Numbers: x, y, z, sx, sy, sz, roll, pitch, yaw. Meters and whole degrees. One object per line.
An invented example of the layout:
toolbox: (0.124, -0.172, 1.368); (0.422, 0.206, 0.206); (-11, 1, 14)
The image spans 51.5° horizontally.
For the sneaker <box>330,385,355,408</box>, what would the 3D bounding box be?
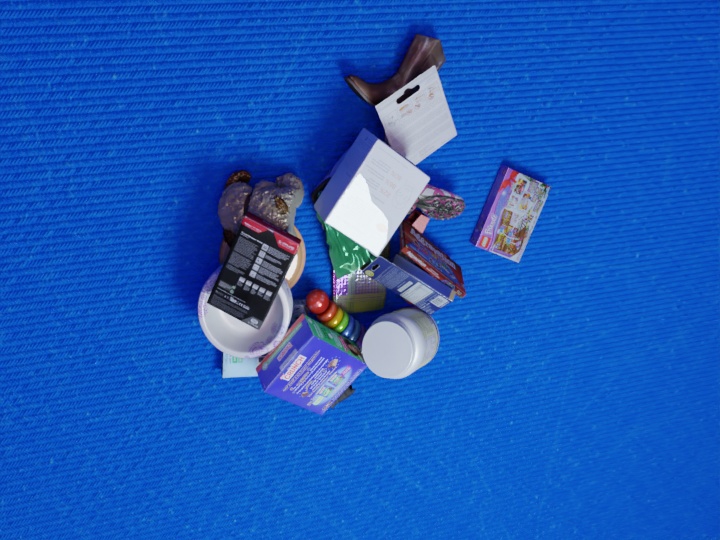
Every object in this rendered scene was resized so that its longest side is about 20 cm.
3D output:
sneaker: (-0.065, 0.229, 1.787); (0.089, 0.076, 0.204); (-22, 122, -17)

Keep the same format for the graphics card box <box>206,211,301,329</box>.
graphics card box: (-0.212, 0.002, 1.490); (0.123, 0.051, 0.204); (25, 106, -5)

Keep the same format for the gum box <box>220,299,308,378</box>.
gum box: (-0.221, 0.155, 1.718); (0.194, 0.045, 0.175); (-1, 107, -17)

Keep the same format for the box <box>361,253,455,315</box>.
box: (0.108, 0.025, 1.702); (0.197, 0.121, 0.033); (31, 64, -11)

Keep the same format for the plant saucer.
plant saucer: (-0.217, -0.029, 1.666); (0.194, 0.032, 0.206); (-6, 110, -16)

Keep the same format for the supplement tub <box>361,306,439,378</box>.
supplement tub: (0.093, 0.166, 1.721); (0.141, 0.199, 0.150); (2, 94, 22)

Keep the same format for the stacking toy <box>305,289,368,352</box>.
stacking toy: (-0.055, 0.116, 1.722); (0.085, 0.085, 0.201); (-40, 124, -1)

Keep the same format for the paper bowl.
paper bowl: (-0.241, 0.074, 1.592); (0.194, 0.105, 0.207); (0, 103, 2)

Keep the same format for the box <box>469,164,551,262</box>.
box: (0.364, -0.136, 1.816); (0.134, 0.039, 0.204); (18, 102, -23)

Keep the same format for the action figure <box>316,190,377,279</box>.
action figure: (-0.045, -0.092, 1.662); (0.116, 0.055, 0.203); (-30, 119, -5)

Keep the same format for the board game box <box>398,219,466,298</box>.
board game box: (0.163, -0.026, 1.699); (0.198, 0.104, 0.019); (37, 118, -25)

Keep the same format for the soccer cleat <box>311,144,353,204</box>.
soccer cleat: (-0.032, -0.221, 1.651); (0.199, 0.074, 0.068); (-40, 129, 17)

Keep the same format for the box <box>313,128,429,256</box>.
box: (0.021, -0.164, 1.568); (0.150, 0.107, 0.202); (31, 101, -27)

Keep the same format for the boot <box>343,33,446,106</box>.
boot: (0.079, -0.439, 1.608); (0.184, 0.064, 0.202); (29, 100, -37)

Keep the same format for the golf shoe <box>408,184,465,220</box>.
golf shoe: (0.147, -0.174, 1.702); (0.194, 0.094, 0.073); (8, 141, -16)

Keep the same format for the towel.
towel: (0.000, 0.000, 1.752); (0.140, 0.023, 0.206); (-4, 110, -17)

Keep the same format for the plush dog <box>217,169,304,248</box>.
plush dog: (-0.220, -0.123, 1.566); (0.167, 0.160, 0.206); (4, 81, 11)

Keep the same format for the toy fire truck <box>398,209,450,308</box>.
toy fire truck: (0.136, -0.024, 1.773); (0.139, 0.049, 0.203); (26, 99, -23)

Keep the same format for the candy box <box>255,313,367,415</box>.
candy box: (-0.106, 0.212, 1.644); (0.169, 0.077, 0.199); (-47, 137, 10)

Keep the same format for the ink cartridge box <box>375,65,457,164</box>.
ink cartridge box: (0.117, -0.333, 1.628); (0.159, 0.050, 0.202); (-35, 135, -4)
